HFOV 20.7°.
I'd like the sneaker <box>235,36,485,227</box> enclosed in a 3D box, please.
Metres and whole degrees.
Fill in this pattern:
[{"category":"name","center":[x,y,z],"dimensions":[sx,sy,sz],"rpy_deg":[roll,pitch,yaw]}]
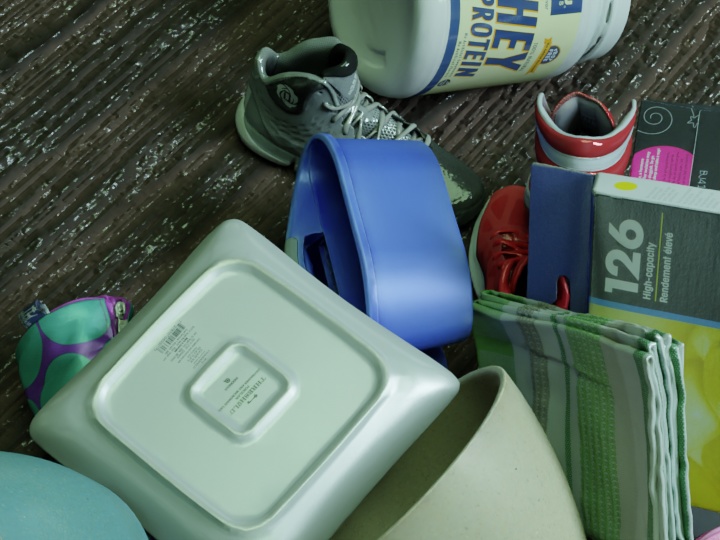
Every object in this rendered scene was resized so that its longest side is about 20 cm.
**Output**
[{"category":"sneaker","center":[0.003,-0.106,1.433],"dimensions":[0.199,0.116,0.075],"rpy_deg":[22,54,6]}]

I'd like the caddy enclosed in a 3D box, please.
[{"category":"caddy","center":[0.000,0.000,1.343],"dimensions":[0.104,0.142,0.201],"rpy_deg":[-2,55,-18]}]

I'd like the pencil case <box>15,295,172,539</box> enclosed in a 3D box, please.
[{"category":"pencil case","center":[-0.152,0.110,1.267],"dimensions":[0.085,0.092,0.201],"rpy_deg":[7,47,-50]}]

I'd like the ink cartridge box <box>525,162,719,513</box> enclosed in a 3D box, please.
[{"category":"ink cartridge box","center":[0.187,0.045,1.225],"dimensions":[0.199,0.199,0.047],"rpy_deg":[10,23,24]}]

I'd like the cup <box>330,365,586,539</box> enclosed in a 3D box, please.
[{"category":"cup","center":[0.061,0.180,1.215],"dimensions":[0.143,0.200,0.200],"rpy_deg":[47,56,-8]}]

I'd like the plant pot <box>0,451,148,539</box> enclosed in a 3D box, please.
[{"category":"plant pot","center":[-0.198,0.190,1.156],"dimensions":[0.200,0.201,0.134],"rpy_deg":[45,38,21]}]

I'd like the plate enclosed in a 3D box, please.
[{"category":"plate","center":[-0.073,0.079,1.214],"dimensions":[0.200,0.032,0.200],"rpy_deg":[35,69,20]}]

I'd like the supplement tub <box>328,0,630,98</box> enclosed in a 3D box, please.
[{"category":"supplement tub","center":[0.091,-0.211,1.495],"dimensions":[0.199,0.145,0.146],"rpy_deg":[-10,56,-31]}]

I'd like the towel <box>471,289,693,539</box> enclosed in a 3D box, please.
[{"category":"towel","center":[0.132,0.098,1.235],"dimensions":[0.031,0.150,0.200],"rpy_deg":[-11,13,-30]}]

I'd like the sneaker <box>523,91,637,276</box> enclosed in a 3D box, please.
[{"category":"sneaker","center":[0.150,-0.080,1.349],"dimensions":[0.071,0.113,0.200],"rpy_deg":[3,20,2]}]

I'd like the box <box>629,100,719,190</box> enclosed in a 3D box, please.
[{"category":"box","center":[0.244,-0.001,1.352],"dimensions":[0.131,0.115,0.201],"rpy_deg":[6,56,11]}]

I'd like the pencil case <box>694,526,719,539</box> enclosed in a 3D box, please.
[{"category":"pencil case","center":[0.267,0.251,1.222],"dimensions":[0.093,0.091,0.201],"rpy_deg":[-7,63,-54]}]

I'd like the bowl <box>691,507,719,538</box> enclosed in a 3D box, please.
[{"category":"bowl","center":[0.290,0.158,1.345],"dimensions":[0.199,0.039,0.202],"rpy_deg":[5,54,-7]}]

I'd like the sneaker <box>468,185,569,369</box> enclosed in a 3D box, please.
[{"category":"sneaker","center":[0.122,0.000,1.379],"dimensions":[0.078,0.116,0.201],"rpy_deg":[3,54,-8]}]
